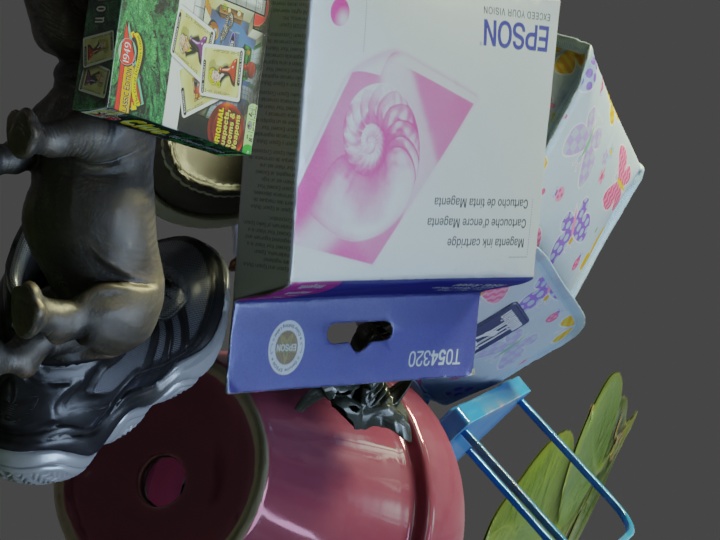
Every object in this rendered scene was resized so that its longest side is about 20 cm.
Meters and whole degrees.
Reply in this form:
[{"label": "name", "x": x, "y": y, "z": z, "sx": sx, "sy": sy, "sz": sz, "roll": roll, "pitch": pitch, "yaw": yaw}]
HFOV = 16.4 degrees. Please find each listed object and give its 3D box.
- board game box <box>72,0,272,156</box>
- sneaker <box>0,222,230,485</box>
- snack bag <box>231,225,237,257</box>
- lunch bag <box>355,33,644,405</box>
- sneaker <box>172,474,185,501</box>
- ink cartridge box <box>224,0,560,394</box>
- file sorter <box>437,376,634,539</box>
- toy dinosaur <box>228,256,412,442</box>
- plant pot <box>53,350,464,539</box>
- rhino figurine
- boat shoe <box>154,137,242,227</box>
[{"label": "board game box", "x": -0.070, "y": -0.156, "z": 1.069, "sx": 0.105, "sy": 0.023, "sz": 0.201, "roll": 14, "pitch": 82, "yaw": -53}, {"label": "sneaker", "x": -0.115, "y": 0.011, "z": 1.197, "sx": 0.200, "sy": 0.075, "sz": 0.114, "roll": -46, "pitch": 156, "yaw": -50}, {"label": "snack bag", "x": -0.036, "y": -0.125, "z": 1.404, "sx": 0.189, "sy": 0.021, "sz": 0.200, "roll": 86, "pitch": 28, "yaw": -58}, {"label": "lunch bag", "x": 0.072, "y": -0.026, "z": 1.468, "sx": 0.200, "sy": 0.127, "sz": 0.170, "roll": -59, "pitch": 154, "yaw": -13}, {"label": "sneaker", "x": -0.072, "y": 0.153, "z": 1.572, "sx": 0.200, "sy": 0.074, "sz": 0.088, "roll": 80, "pitch": 29, "yaw": -63}, {"label": "ink cartridge box", "x": 0.019, "y": -0.041, "z": 1.203, "sx": 0.196, "sy": 0.043, "sz": 0.201, "roll": -2, "pitch": 97, "yaw": -51}, {"label": "file sorter", "x": 0.046, "y": 0.181, "z": 1.494, "sx": 0.200, "sy": 0.123, "sz": 0.139, "roll": -44, "pitch": 170, "yaw": 17}, {"label": "toy dinosaur", "x": 0.000, "y": 0.000, "z": 1.289, "sx": 0.200, "sy": 0.102, "sz": 0.136, "roll": 15, "pitch": 110, "yaw": -34}, {"label": "plant pot", "x": -0.065, "y": 0.124, "z": 1.354, "sx": 0.179, "sy": 0.200, "sz": 0.200, "roll": 33, "pitch": 79, "yaw": -60}, {"label": "rhino figurine", "x": -0.122, "y": -0.053, "z": 1.075, "sx": 0.087, "sy": 0.060, "sz": 0.201, "roll": -4, "pitch": 97, "yaw": -45}, {"label": "boat shoe", "x": -0.034, "y": -0.074, "z": 1.252, "sx": 0.060, "sy": 0.072, "sz": 0.202, "roll": -25, "pitch": 177, "yaw": 41}]
